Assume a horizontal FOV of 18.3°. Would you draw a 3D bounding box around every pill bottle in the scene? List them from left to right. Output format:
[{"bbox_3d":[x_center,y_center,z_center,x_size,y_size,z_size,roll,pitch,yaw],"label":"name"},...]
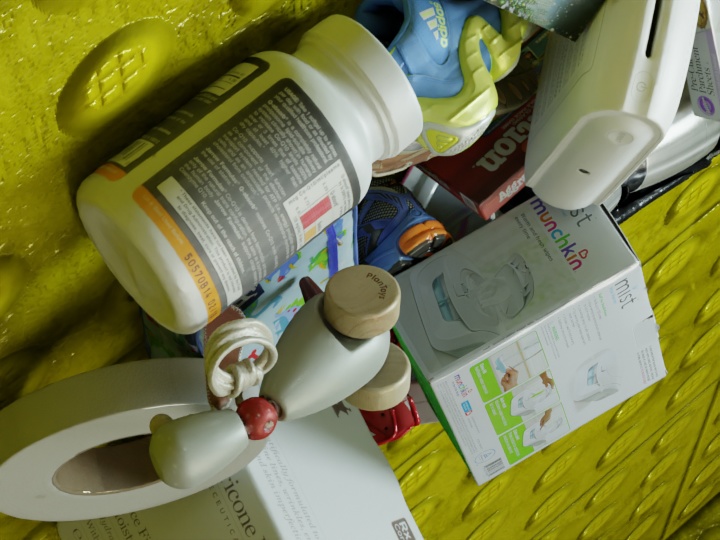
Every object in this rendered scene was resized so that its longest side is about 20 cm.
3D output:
[{"bbox_3d":[-0.065,-0.062,1.363,0.200,0.116,0.117,-38,159,-17],"label":"pill bottle"}]

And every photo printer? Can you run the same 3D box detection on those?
[{"bbox_3d":[0.173,-0.146,1.506,0.200,0.069,0.167,122,-19,-71],"label":"photo printer"}]

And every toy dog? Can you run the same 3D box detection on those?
[{"bbox_3d":[-0.058,0.057,1.421,0.199,0.096,0.133,-11,127,-40],"label":"toy dog"}]

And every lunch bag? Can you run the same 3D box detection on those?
[{"bbox_3d":[-0.072,0.006,1.540,0.161,0.082,0.200,-41,161,-18],"label":"lunch bag"}]

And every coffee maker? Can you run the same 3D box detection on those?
[{"bbox_3d":[0.180,-0.077,1.789,0.200,0.135,0.192,-31,157,-31],"label":"coffee maker"}]

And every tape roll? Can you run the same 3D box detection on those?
[{"bbox_3d":[-0.162,0.117,1.520,0.202,0.037,0.203,-13,157,-5],"label":"tape roll"}]

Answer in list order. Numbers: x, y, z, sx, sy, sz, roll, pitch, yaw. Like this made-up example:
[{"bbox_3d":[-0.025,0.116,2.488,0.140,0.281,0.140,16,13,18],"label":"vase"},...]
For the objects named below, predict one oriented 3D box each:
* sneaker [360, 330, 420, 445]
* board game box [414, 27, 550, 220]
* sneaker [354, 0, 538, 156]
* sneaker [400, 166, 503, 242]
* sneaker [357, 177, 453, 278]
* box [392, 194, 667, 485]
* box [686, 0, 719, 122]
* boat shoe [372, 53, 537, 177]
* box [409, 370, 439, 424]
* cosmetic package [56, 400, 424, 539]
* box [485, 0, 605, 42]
[{"bbox_3d":[0.024,0.062,1.782,0.078,0.116,0.200,-25,153,-42],"label":"sneaker"},{"bbox_3d":[0.133,-0.129,1.643,0.200,0.103,0.019,-41,137,-10],"label":"board game box"},{"bbox_3d":[0.058,-0.169,1.452,0.076,0.105,0.200,-33,-155,36],"label":"sneaker"},{"bbox_3d":[0.086,0.006,1.724,0.082,0.088,0.201,-61,148,-35],"label":"sneaker"},{"bbox_3d":[0.000,0.000,1.676,0.075,0.079,0.200,-10,155,-39],"label":"sneaker"},{"bbox_3d":[0.125,0.048,1.658,0.176,0.097,0.200,-31,150,-2],"label":"box"},{"bbox_3d":[0.260,-0.207,1.680,0.039,0.041,0.201,-35,126,-28],"label":"box"},{"bbox_3d":[0.048,-0.116,1.557,0.200,0.076,0.072,-22,164,-47],"label":"boat shoe"},{"bbox_3d":[0.096,0.093,1.896,0.199,0.041,0.156,-11,-175,24],"label":"box"},{"bbox_3d":[-0.088,0.207,1.703,0.200,0.165,0.165,-35,168,32],"label":"cosmetic package"},{"bbox_3d":[0.130,-0.251,1.379,0.136,0.038,0.200,20,120,-27],"label":"box"}]
